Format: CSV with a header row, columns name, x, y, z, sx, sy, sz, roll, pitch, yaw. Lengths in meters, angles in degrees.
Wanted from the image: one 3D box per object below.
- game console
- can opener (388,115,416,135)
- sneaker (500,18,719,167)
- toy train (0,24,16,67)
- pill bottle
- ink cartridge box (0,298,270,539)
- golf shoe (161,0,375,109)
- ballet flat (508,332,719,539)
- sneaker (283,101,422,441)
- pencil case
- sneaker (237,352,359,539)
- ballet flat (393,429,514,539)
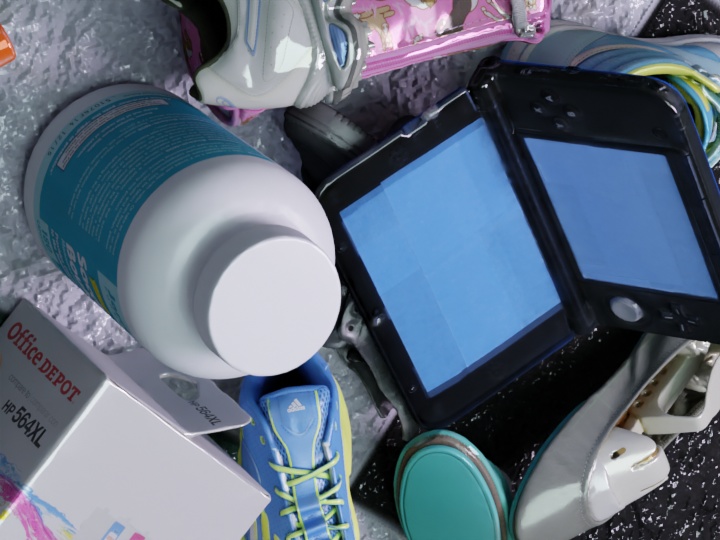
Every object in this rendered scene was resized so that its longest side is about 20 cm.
name,x,y,z,sx,sy,sz,roll,pitch,yaw
game console,0.097,-0.002,1.417,0.119,0.170,0.200,-58,140,-29
can opener,0.102,-0.051,1.513,0.200,0.053,0.067,29,61,-33
sneaker,0.187,-0.085,1.487,0.199,0.130,0.080,2,107,-30
toy train,-0.268,-0.107,1.279,0.199,0.056,0.151,20,100,-30
pill bottle,-0.084,-0.016,1.324,0.110,0.200,0.111,-10,113,-24
ink cartridge box,-0.156,0.121,1.383,0.125,0.128,0.200,39,88,-34
golf shoe,-0.063,-0.171,1.306,0.097,0.078,0.201,-12,70,-12
ballet flat,0.161,0.090,1.543,0.200,0.064,0.068,-48,136,-31
sneaker,-0.002,-0.001,1.457,0.104,0.060,0.200,-50,131,-6
pencil case,0.002,-0.136,1.391,0.199,0.086,0.083,-16,103,-19
sneaker,-0.038,0.121,1.408,0.075,0.201,0.105,-10,146,2
ballet flat,0.067,0.156,1.560,0.067,0.070,0.201,-3,125,21
